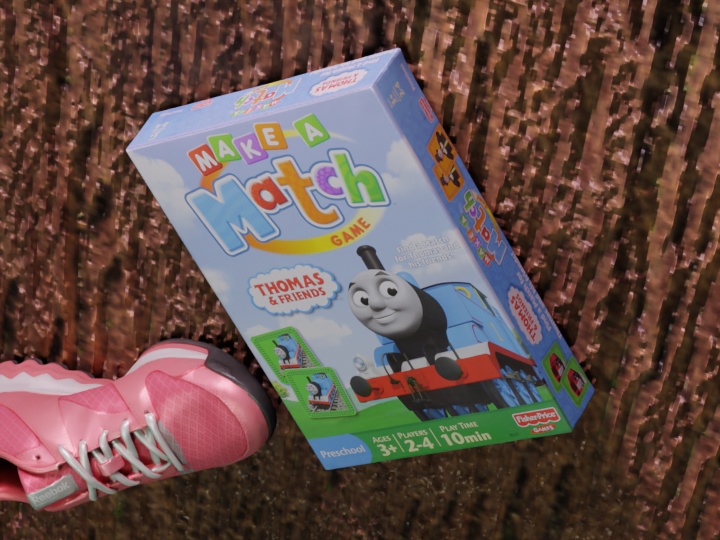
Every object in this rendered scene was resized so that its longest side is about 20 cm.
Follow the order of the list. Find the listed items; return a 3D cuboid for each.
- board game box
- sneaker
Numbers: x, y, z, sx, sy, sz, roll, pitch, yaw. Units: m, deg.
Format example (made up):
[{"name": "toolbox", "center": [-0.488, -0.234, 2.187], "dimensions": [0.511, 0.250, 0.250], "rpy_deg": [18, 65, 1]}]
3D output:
[{"name": "board game box", "center": [0.000, 0.000, 1.303], "dimensions": [0.151, 0.037, 0.201], "rpy_deg": [-12, 119, 37]}, {"name": "sneaker", "center": [-0.131, 0.093, 1.424], "dimensions": [0.199, 0.087, 0.074], "rpy_deg": [-8, 124, 34]}]
